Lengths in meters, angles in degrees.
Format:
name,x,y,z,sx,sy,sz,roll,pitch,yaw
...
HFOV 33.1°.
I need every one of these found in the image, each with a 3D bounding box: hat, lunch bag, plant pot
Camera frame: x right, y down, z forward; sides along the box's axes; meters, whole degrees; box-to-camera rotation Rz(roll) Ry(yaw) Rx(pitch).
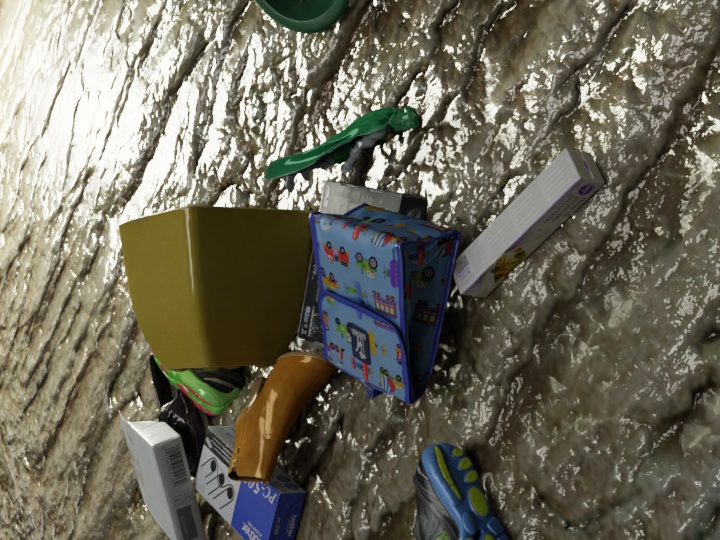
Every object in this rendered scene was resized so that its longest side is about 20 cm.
name,x,y,z,sx,sy,sz,roll,pitch,yaw
hat,-0.056,-0.433,1.609,0.200,0.176,0.165,49,130,-2
lunch bag,0.021,0.043,1.331,0.150,0.094,0.201,20,114,46
plant pot,-0.186,0.029,1.575,0.195,0.193,0.202,-7,85,52

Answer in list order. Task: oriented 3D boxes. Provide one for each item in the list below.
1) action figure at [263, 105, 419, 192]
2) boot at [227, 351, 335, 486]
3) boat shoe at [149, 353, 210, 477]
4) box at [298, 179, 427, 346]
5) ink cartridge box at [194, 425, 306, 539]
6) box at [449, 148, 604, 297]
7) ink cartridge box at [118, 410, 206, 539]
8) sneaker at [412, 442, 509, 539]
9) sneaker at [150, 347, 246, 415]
name,x,y,z,sx,sy,sz,roll,pitch,yaw
action figure,-0.010,-0.151,1.454,0.199,0.118,0.055,-21,104,37
boot,-0.099,0.189,1.496,0.201,0.070,0.145,-33,39,54
boat shoe,-0.264,0.206,1.744,0.072,0.065,0.201,-41,55,40
box,0.000,0.000,1.446,0.160,0.043,0.202,14,96,53
ink cartridge box,-0.149,0.289,1.598,0.200,0.044,0.095,31,111,50
box,0.167,-0.045,1.238,0.200,0.039,0.042,-48,50,37
ink cartridge box,-0.288,0.292,1.744,0.200,0.047,0.161,21,126,64
sneaker,0.104,0.279,1.258,0.083,0.070,0.201,119,141,-47
sneaker,-0.232,0.125,1.700,0.200,0.084,0.077,40,153,32
